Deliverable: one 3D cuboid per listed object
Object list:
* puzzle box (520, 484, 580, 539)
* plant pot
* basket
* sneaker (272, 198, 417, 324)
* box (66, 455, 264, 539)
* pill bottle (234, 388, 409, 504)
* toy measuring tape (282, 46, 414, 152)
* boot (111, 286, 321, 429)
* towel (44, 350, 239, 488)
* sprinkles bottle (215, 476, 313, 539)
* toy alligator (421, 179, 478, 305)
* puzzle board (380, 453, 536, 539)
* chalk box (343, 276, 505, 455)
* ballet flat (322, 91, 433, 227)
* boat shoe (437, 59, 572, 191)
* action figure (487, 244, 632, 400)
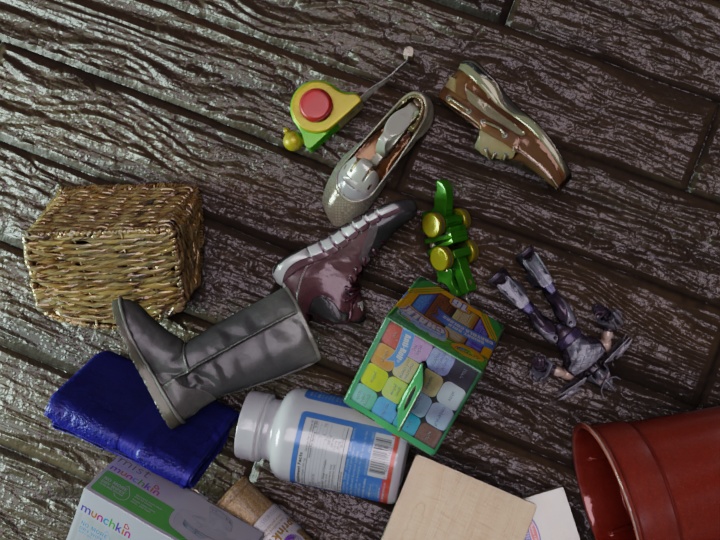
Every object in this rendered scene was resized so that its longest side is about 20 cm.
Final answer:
[{"bbox_3d":[0.209,0.370,1.269,0.132,0.025,0.201,-17,83,4],"label":"puzzle box"},{"bbox_3d":[0.365,0.243,1.194,0.194,0.201,0.202,-14,83,-5],"label":"plant pot"},{"bbox_3d":[-0.299,-0.018,1.339,0.199,0.149,0.143,-2,117,5],"label":"basket"},{"bbox_3d":[0.000,0.000,1.311,0.199,0.076,0.116,-28,87,12],"label":"sneaker"},{"bbox_3d":[-0.239,0.344,1.249,0.199,0.097,0.177,29,114,8],"label":"box"},{"bbox_3d":[-0.043,0.202,1.267,0.199,0.112,0.113,12,85,7],"label":"pill bottle"},{"bbox_3d":[-0.025,-0.227,1.333,0.200,0.074,0.074,-42,82,0],"label":"toy measuring tape"},{"bbox_3d":[-0.170,0.072,1.258,0.199,0.073,0.182,-29,93,-3],"label":"boot"},{"bbox_3d":[-0.261,0.180,1.285,0.199,0.148,0.050,25,119,7],"label":"towel"},{"bbox_3d":[-0.089,0.337,1.279,0.200,0.068,0.068,41,89,8],"label":"sprinkles bottle"},{"bbox_3d":[0.109,-0.010,1.309,0.054,0.059,0.201,-14,90,48],"label":"toy alligator"},{"bbox_3d":[0.095,0.331,1.218,0.150,0.017,0.201,22,85,6],"label":"puzzle board"},{"bbox_3d":[0.069,0.112,1.207,0.124,0.200,0.125,30,112,8],"label":"chalk box"},{"bbox_3d":[0.016,-0.144,1.322,0.067,0.062,0.200,36,89,8],"label":"ballet flat"},{"bbox_3d":[0.174,-0.168,1.310,0.074,0.076,0.200,-42,74,5],"label":"boat shoe"},{"bbox_3d":[0.239,0.069,1.278,0.130,0.069,0.200,-39,85,-5],"label":"action figure"}]
